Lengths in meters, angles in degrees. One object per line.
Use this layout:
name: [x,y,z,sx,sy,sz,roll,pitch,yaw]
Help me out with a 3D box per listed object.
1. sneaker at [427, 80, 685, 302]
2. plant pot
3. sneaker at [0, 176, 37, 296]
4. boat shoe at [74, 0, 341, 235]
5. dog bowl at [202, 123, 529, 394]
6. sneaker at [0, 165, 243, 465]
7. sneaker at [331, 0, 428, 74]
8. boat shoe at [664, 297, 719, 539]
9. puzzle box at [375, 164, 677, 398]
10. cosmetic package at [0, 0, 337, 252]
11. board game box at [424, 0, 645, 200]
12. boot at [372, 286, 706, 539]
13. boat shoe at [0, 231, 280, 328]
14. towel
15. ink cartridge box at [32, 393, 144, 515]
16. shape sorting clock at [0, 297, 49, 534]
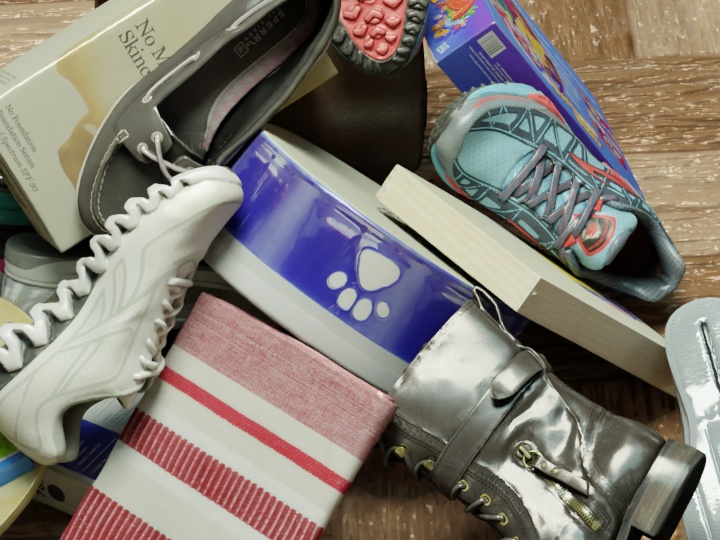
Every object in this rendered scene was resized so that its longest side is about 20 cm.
sneaker: [0.129,-0.045,1.554,0.079,0.200,0.096,-54,36,8]
plant pot: [-0.067,-0.120,1.666,0.198,0.200,0.200,-3,39,-11]
sneaker: [-0.250,-0.017,1.585,0.200,0.121,0.084,-16,23,-15]
boat shoe: [-0.087,-0.097,1.462,0.200,0.067,0.057,-48,20,-5]
dog bowl: [0.000,0.000,1.501,0.079,0.200,0.200,-55,49,7]
sneaker: [-0.130,0.025,1.426,0.200,0.075,0.081,-45,72,9]
sneaker: [0.004,-0.207,1.582,0.079,0.096,0.200,-17,70,9]
boat shoe: [0.218,0.110,1.455,0.072,0.062,0.200,-15,56,16]
puzzle box: [0.109,0.010,1.508,0.133,0.200,0.025,39,98,40]
cosmetic package: [-0.127,-0.109,1.516,0.200,0.105,0.071,-35,19,-10]
board game box: [0.103,-0.121,1.641,0.045,0.200,0.134,-34,39,13]
boot: [0.072,0.128,1.380,0.174,0.069,0.200,30,77,17]
boat shoe: [-0.125,0.018,1.576,0.202,0.065,0.074,4,16,-29]
towel: [-0.081,0.127,1.407,0.144,0.023,0.200,30,89,33]
ink cartridge box: [-0.123,0.110,1.499,0.200,0.039,0.099,21,46,27]
shape sorting clock: [-0.265,0.097,1.493,0.200,0.039,0.200,-8,60,15]
